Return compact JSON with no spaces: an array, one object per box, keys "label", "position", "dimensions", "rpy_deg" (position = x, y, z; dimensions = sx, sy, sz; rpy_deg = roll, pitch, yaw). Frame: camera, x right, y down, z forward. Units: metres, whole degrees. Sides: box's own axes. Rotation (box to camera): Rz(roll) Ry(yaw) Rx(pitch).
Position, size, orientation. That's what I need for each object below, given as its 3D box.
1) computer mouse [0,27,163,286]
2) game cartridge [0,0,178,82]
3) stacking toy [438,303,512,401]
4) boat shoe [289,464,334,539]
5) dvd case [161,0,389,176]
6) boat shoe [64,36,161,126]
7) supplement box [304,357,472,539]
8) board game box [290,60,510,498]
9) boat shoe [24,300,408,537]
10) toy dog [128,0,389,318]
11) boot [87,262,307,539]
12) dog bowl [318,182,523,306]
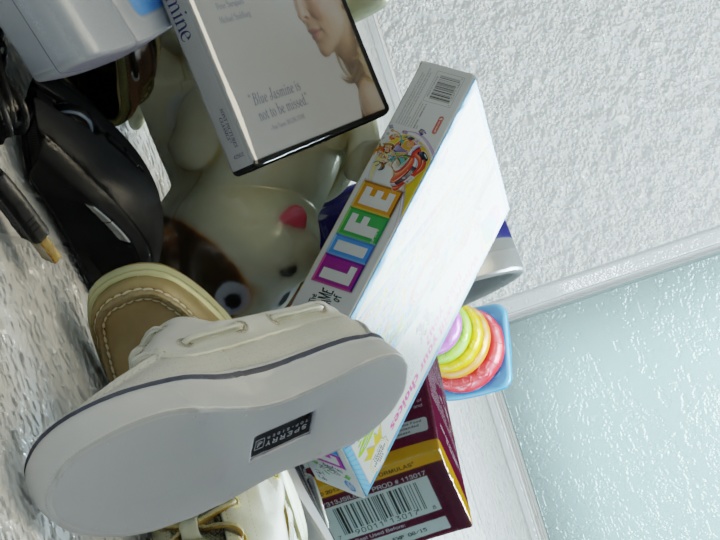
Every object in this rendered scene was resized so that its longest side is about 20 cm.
[{"label":"computer mouse","position":[-0.133,-0.042,0.868],"dimensions":[0.141,0.046,0.201],"rpy_deg":[-101,170,-51]},{"label":"game cartridge","position":[-0.124,-0.177,0.867],"dimensions":[0.134,0.040,0.200],"rpy_deg":[61,32,-21]},{"label":"stacking toy","position":[0.100,0.076,2.190],"dimensions":[0.200,0.109,0.117],"rpy_deg":[37,46,-58]},{"label":"boat shoe","position":[-0.049,0.143,0.988],"dimensions":[0.202,0.071,0.068],"rpy_deg":[66,8,7]},{"label":"dvd case","position":[-0.059,-0.157,0.905],"dimensions":[0.142,0.017,0.202],"rpy_deg":[-28,97,-57]},{"label":"boat shoe","position":[-0.154,-0.166,0.913],"dimensions":[0.068,0.071,0.201],"rpy_deg":[-87,153,-55]},{"label":"supplement box","position":[0.005,0.102,1.306],"dimensions":[0.201,0.109,0.086],"rpy_deg":[-99,169,-50]},{"label":"board game box","position":[0.018,0.006,0.992],"dimensions":[0.201,0.034,0.135],"rpy_deg":[-62,155,-23]},{"label":"boat shoe","position":[-0.070,0.055,0.791],"dimensions":[0.070,0.199,0.071],"rpy_deg":[40,-49,32]},{"label":"toy dog","position":[-0.075,-0.068,1.019],"dimensions":[0.139,0.192,0.202],"rpy_deg":[21,62,-54]},{"label":"boot","position":[-0.077,0.110,0.844],"dimensions":[0.155,0.071,0.202],"rpy_deg":[-89,160,-62]},{"label":"dog bowl","position":[0.000,0.000,1.166],"dimensions":[0.200,0.198,0.080],"rpy_deg":[24,45,-80]}]
